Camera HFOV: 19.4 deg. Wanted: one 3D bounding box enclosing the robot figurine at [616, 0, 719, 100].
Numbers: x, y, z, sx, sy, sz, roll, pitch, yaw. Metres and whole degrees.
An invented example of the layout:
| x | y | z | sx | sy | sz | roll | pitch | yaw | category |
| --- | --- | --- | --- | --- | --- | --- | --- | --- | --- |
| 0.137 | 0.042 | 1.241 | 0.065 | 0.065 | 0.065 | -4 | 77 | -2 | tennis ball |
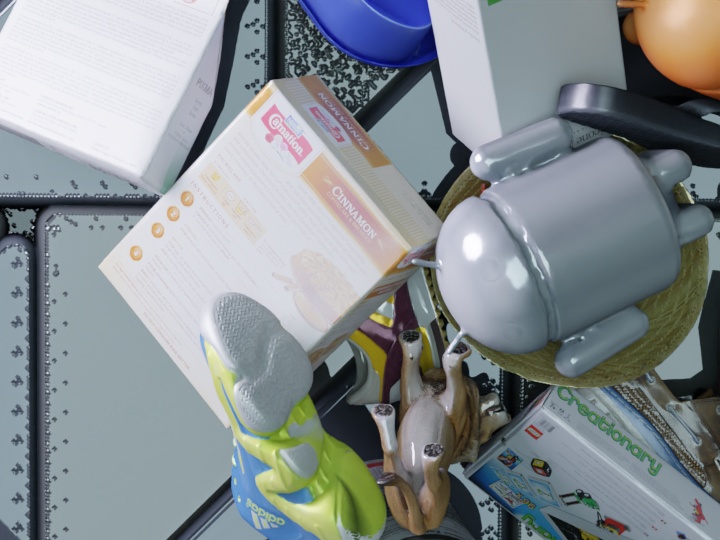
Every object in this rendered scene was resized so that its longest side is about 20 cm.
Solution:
| x | y | z | sx | sy | sz | roll | pitch | yaw | category |
| --- | --- | --- | --- | --- | --- | --- | --- | --- | --- |
| 0.264 | -0.169 | 1.420 | 0.144 | 0.200 | 0.117 | 44 | 113 | 38 | robot figurine |

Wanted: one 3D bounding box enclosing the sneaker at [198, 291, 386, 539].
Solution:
| x | y | z | sx | sy | sz | roll | pitch | yaw | category |
| --- | --- | --- | --- | --- | --- | --- | --- | --- | --- |
| -0.069 | 0.115 | 1.431 | 0.105 | 0.076 | 0.200 | -29 | 92 | 44 | sneaker |

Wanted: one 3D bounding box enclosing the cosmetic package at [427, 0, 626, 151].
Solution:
| x | y | z | sx | sy | sz | roll | pitch | yaw | category |
| --- | --- | --- | --- | --- | --- | --- | --- | --- | --- |
| 0.110 | -0.174 | 1.425 | 0.108 | 0.085 | 0.200 | -27 | 129 | -15 | cosmetic package |

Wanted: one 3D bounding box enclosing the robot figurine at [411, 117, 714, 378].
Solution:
| x | y | z | sx | sy | sz | roll | pitch | yaw | category |
| --- | --- | --- | --- | --- | --- | --- | --- | --- | --- |
| 0.135 | -0.015 | 1.416 | 0.200 | 0.113 | 0.170 | -24 | 95 | -11 | robot figurine |

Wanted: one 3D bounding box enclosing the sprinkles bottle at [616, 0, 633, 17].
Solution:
| x | y | z | sx | sy | sz | roll | pitch | yaw | category |
| --- | --- | --- | --- | --- | --- | --- | --- | --- | --- |
| 0.212 | -0.220 | 1.513 | 0.200 | 0.068 | 0.068 | -10 | 94 | 1 | sprinkles bottle |

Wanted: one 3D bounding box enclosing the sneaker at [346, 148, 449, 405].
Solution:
| x | y | z | sx | sy | sz | roll | pitch | yaw | category |
| --- | --- | --- | --- | --- | --- | --- | --- | --- | --- |
| 0.000 | 0.000 | 1.526 | 0.090 | 0.075 | 0.200 | -19 | 93 | -4 | sneaker |

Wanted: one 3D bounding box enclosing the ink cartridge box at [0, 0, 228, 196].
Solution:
| x | y | z | sx | sy | sz | roll | pitch | yaw | category |
| --- | --- | --- | --- | --- | --- | --- | --- | --- | --- |
| -0.168 | -0.172 | 1.505 | 0.161 | 0.050 | 0.200 | 23 | 81 | 23 | ink cartridge box |

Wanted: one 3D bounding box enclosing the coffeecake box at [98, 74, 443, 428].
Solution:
| x | y | z | sx | sy | sz | roll | pitch | yaw | category |
| --- | --- | --- | --- | --- | --- | --- | --- | --- | --- |
| -0.061 | -0.014 | 1.477 | 0.200 | 0.073 | 0.154 | -44 | 78 | 25 | coffeecake box |

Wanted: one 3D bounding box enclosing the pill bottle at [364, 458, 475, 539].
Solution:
| x | y | z | sx | sy | sz | roll | pitch | yaw | category |
| --- | --- | --- | --- | --- | --- | --- | --- | --- | --- |
| 0.035 | 0.221 | 1.468 | 0.114 | 0.200 | 0.114 | -5 | 111 | -12 | pill bottle |

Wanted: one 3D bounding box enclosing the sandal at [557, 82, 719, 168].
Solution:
| x | y | z | sx | sy | sz | roll | pitch | yaw | category |
| --- | --- | --- | --- | --- | --- | --- | --- | --- | --- |
| 0.222 | -0.104 | 1.442 | 0.200 | 0.076 | 0.043 | 15 | 83 | -39 | sandal |

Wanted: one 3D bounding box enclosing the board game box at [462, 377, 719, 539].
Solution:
| x | y | z | sx | sy | sz | roll | pitch | yaw | category |
| --- | --- | --- | --- | --- | --- | --- | --- | --- | --- |
| 0.184 | 0.174 | 1.518 | 0.200 | 0.126 | 0.035 | 38 | 53 | -3 | board game box |

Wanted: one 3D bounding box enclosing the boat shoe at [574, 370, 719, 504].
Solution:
| x | y | z | sx | sy | sz | roll | pitch | yaw | category |
| --- | --- | --- | --- | --- | --- | --- | --- | --- | --- |
| 0.238 | 0.119 | 1.536 | 0.200 | 0.072 | 0.072 | 42 | 92 | -3 | boat shoe |

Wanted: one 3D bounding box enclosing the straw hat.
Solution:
| x | y | z | sx | sy | sz | roll | pitch | yaw | category |
| --- | --- | --- | --- | --- | --- | --- | --- | --- | --- |
| 0.142 | -0.004 | 1.516 | 0.201 | 0.085 | 0.201 | 1 | 79 | -7 | straw hat |

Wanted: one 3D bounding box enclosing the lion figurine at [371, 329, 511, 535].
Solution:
| x | y | z | sx | sy | sz | roll | pitch | yaw | category |
| --- | --- | --- | --- | --- | --- | --- | --- | --- | --- |
| 0.046 | 0.124 | 1.447 | 0.072 | 0.200 | 0.123 | 9 | 126 | 17 | lion figurine |

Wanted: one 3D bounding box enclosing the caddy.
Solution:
| x | y | z | sx | sy | sz | roll | pitch | yaw | category |
| --- | --- | --- | --- | --- | --- | --- | --- | --- | --- |
| 0.009 | -0.241 | 1.497 | 0.141 | 0.105 | 0.200 | -37 | 94 | -21 | caddy |
